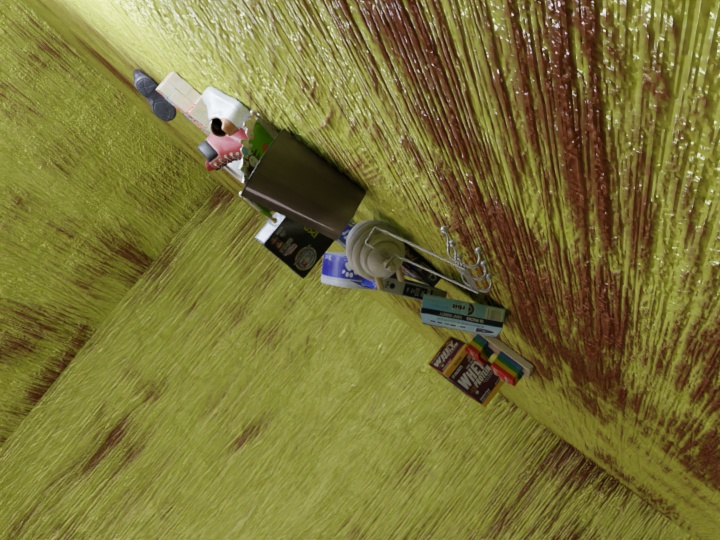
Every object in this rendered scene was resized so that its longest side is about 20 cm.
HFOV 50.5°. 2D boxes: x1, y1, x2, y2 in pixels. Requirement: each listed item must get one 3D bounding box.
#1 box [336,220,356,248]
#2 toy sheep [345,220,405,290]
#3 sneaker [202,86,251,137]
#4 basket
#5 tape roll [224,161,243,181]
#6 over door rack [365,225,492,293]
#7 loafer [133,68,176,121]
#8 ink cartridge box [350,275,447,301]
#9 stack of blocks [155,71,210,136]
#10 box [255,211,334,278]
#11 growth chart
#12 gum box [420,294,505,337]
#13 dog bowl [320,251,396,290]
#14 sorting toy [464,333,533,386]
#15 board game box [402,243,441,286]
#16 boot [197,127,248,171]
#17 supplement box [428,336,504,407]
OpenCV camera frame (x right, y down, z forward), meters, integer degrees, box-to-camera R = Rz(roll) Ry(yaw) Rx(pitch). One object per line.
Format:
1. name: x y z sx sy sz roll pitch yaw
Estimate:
1. box: -0.074 -0.128 1.969 0.200 0.064 0.070 39 175 -15
2. toy sheep: 0.034 -0.038 1.608 0.138 0.138 0.200 41 179 -31
3. sneaker: -0.309 -0.337 1.642 0.073 0.085 0.200 40 177 -36
4. basket: -0.101 -0.157 1.471 0.200 0.136 0.180 31 -139 -6
5. tape roll: -0.351 -0.312 2.273 0.202 0.071 0.202 39 175 4
6. over door rack: 0.124 -0.028 1.310 0.200 0.067 0.148 14 166 22
7. loafer: -0.625 -0.536 2.324 0.063 0.072 0.200 58 180 31
8. ink cartridge box: 0.085 0.035 1.717 0.200 0.039 0.099 13 -176 -19
9. stack of blocks: -0.406 -0.402 1.895 0.200 0.059 0.115 41 175 -23
10. box: -0.125 -0.103 1.764 0.044 0.200 0.160 33 172 46
11. growth chart: -0.202 -0.213 1.555 0.018 0.200 0.145 -3 161 29
12. gum box: 0.217 0.100 1.643 0.170 0.045 0.200 10 170 8
13. dog bowl: 0.000 0.000 1.960 0.200 0.079 0.200 5 -176 0
14. sorting toy: 0.367 0.238 2.080 0.200 0.070 0.199 37 175 17
15. board game box: 0.098 -0.029 1.786 0.135 0.035 0.200 39 175 -18
16. boot: -0.267 -0.256 1.729 0.200 0.144 0.072 36 173 13
17. supplement box: 0.380 0.359 2.735 0.200 0.133 0.197 39 175 -11
